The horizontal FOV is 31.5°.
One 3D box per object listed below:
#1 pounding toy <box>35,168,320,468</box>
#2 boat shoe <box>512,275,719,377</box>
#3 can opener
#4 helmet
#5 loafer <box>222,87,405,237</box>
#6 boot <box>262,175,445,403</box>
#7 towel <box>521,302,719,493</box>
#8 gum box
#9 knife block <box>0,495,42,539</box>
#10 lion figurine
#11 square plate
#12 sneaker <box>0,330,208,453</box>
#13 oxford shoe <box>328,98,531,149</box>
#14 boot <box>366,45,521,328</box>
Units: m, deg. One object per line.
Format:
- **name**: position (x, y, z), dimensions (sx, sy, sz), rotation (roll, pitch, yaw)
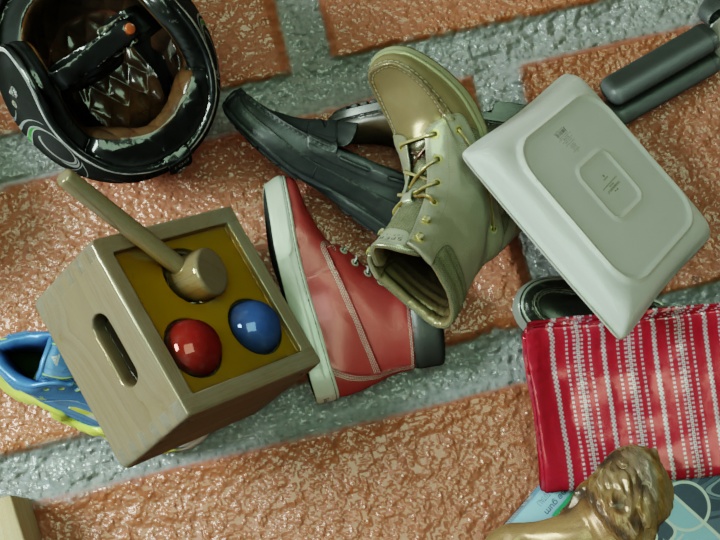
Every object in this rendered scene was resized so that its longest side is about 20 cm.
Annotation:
- **pounding toy**: position (-0.155, 0.025, 1.024), dimensions (0.184, 0.142, 0.200), rotation (-19, 74, -50)
- **boat shoe**: position (0.231, 0.048, 1.105), dimensions (0.200, 0.064, 0.071), rotation (16, 79, 3)
- **can opener**: position (0.304, -0.203, 1.174), dimensions (0.200, 0.053, 0.066), rotation (-33, 46, -9)
- **helmet**: position (-0.216, -0.174, 1.087), dimensions (0.200, 0.191, 0.201), rotation (-7, 109, -20)
- **loafer**: position (-0.027, -0.103, 1.111), dimensions (0.200, 0.068, 0.070), rotation (34, 98, -3)
- **boot**: position (0.000, 0.000, 1.114), dimensions (0.144, 0.072, 0.200), rotation (-18, 85, -6)
- **towel**: position (0.237, 0.104, 1.059), dimensions (0.199, 0.022, 0.145), rotation (-6, 89, -2)
- **gum box**: position (0.248, 0.225, 1.078), dimensions (0.200, 0.045, 0.170), rotation (43, 81, 8)
- **knife block**: position (-0.264, 0.308, 1.047), dimensions (0.175, 0.064, 0.200), rotation (25, 78, 4)
- **lion figurine**: position (0.160, 0.221, 1.020), dimensions (0.200, 0.072, 0.123), rotation (-19, 75, 7)
- **square plate**: position (0.203, -0.066, 1.083), dimensions (0.198, 0.028, 0.200), rotation (50, 45, 1)
- **sneaker**: position (-0.223, 0.102, 1.070), dimensions (0.200, 0.105, 0.076), rotation (15, 78, 3)
- **oxford shoe**: position (0.069, -0.110, 1.136), dimensions (0.199, 0.073, 0.085), rotation (6, 85, 3)
- **boot**: position (0.048, -0.069, 1.039), dimensions (0.200, 0.072, 0.155), rotation (55, 47, -18)
